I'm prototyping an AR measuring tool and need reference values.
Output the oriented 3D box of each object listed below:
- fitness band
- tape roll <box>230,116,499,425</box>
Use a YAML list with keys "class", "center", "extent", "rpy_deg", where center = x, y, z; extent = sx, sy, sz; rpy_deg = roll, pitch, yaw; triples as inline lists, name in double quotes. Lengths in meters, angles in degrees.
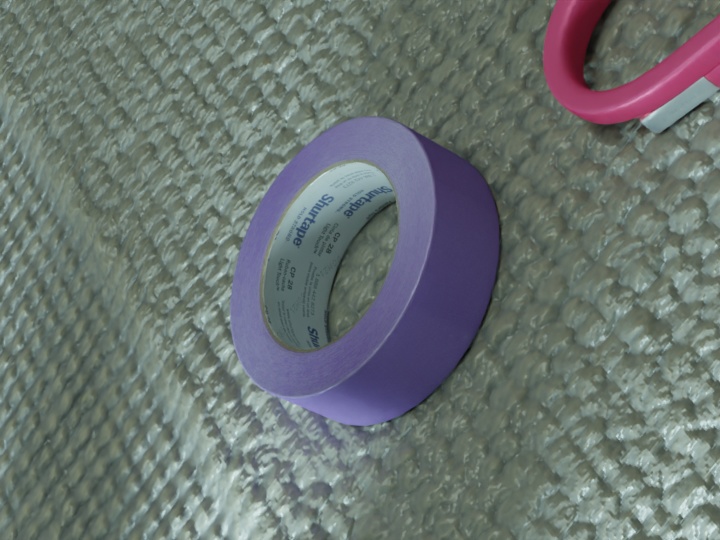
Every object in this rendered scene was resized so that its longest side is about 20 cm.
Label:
- class: "fitness band"
  center: [0.195, -0.171, 1.250]
  extent: [0.200, 0.037, 0.144]
  rpy_deg: [-38, 45, 29]
- class: "tape roll"
  center: [0.000, 0.000, 1.361]
  extent: [0.200, 0.065, 0.201]
  rpy_deg: [-27, 51, 39]
